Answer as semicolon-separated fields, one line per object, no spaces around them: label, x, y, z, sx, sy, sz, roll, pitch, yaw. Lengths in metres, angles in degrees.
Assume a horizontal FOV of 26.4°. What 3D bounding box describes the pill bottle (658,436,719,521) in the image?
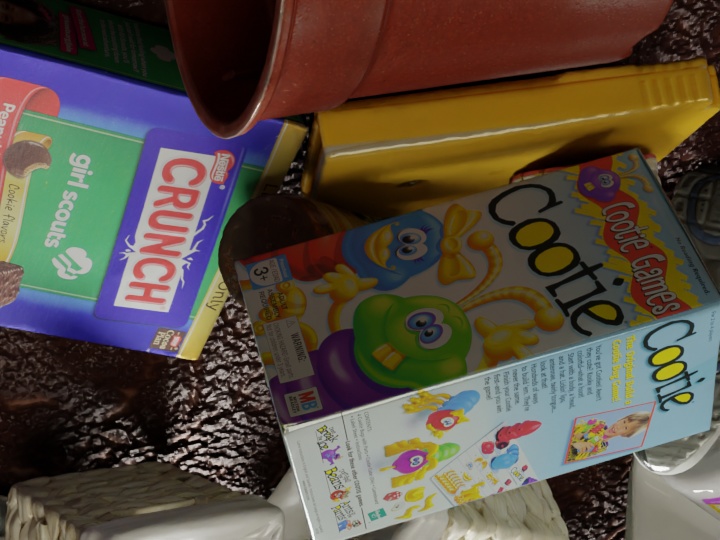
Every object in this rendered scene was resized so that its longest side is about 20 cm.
pill bottle;0.291;0.140;1.048;0.104;0.104;0.200;-40;127;20

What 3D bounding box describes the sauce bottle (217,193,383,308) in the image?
sauce bottle;0.000;0.000;0.840;0.066;0.066;0.200;-40;159;20

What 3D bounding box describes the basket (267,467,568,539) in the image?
basket;0.022;0.180;0.990;0.123;0.136;0.200;15;124;-29

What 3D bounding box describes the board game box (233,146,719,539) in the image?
board game box;0.055;0.036;0.724;0.200;0.103;0.105;-15;140;-5

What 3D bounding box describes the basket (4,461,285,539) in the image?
basket;-0.142;0.225;0.945;0.135;0.123;0.200;-3;106;-41

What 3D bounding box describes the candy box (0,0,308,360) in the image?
candy box;-0.152;-0.049;0.799;0.200;0.077;0.169;11;125;-24

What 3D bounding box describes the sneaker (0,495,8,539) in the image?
sneaker;-0.225;0.193;0.992;0.200;0.070;0.080;21;117;-28

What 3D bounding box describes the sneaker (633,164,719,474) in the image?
sneaker;0.202;0.036;0.893;0.074;0.200;0.087;12;148;23

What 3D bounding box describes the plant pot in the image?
plant pot;0.027;-0.163;0.683;0.195;0.201;0.201;-5;131;-21

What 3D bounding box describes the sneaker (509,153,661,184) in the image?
sneaker;0.123;-0.001;0.848;0.081;0.088;0.200;-9;161;-7

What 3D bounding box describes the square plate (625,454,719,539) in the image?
square plate;0.246;0.249;1.088;0.198;0.200;0.028;27;148;-31

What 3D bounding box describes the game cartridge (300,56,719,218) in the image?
game cartridge;0.071;-0.066;0.804;0.200;0.032;0.176;-10;172;-7
